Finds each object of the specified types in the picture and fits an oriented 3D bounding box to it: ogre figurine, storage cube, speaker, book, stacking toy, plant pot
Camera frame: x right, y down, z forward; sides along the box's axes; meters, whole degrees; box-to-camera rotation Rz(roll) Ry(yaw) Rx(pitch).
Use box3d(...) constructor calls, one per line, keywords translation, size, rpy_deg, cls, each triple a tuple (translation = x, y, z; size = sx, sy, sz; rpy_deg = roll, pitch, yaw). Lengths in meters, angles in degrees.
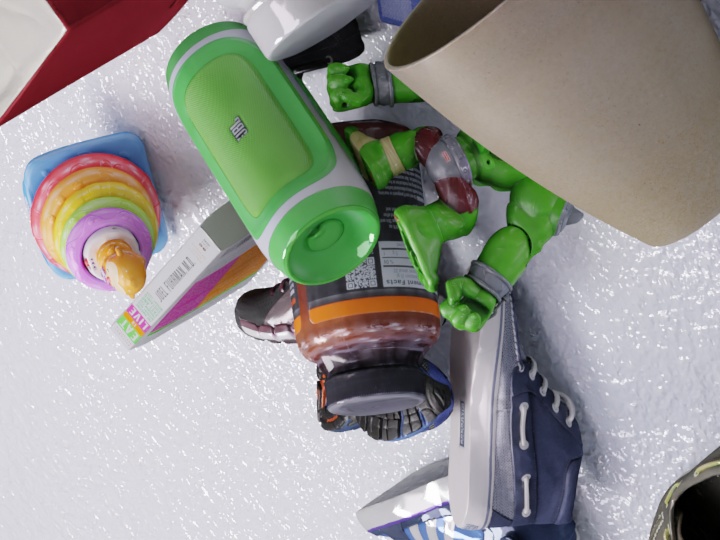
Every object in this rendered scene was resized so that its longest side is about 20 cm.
box3d(translation=(0.069, -0.068, 1.599), size=(0.200, 0.120, 0.098), rpy_deg=(61, 173, 31), cls="ogre figurine")
box3d(translation=(-0.232, -0.241, 1.763), size=(0.171, 0.180, 0.200), rpy_deg=(53, 144, 1), cls="storage cube")
box3d(translation=(-0.062, -0.083, 1.631), size=(0.200, 0.088, 0.089), rpy_deg=(57, 151, 36), cls="speaker")
box3d(translation=(-0.108, -0.015, 1.848), size=(0.048, 0.134, 0.200), rpy_deg=(51, 144, 3), cls="book")
box3d(translation=(-0.202, -0.023, 1.898), size=(0.200, 0.110, 0.116), rpy_deg=(-125, 20, -64), cls="stacking toy")
box3d(translation=(0.148, -0.116, 1.458), size=(0.200, 0.187, 0.187), rpy_deg=(47, 147, -15), cls="plant pot")

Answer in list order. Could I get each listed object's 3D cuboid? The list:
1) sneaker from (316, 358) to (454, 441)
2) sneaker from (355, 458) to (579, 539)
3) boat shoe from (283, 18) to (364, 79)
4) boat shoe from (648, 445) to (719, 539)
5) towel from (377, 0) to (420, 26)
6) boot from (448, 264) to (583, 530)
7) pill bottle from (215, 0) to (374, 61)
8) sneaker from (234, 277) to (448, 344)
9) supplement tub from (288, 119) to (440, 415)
box3d(translation=(0.029, 0.088, 1.802), size=(0.200, 0.078, 0.075), rpy_deg=(-176, 81, -69), cls="sneaker")
box3d(translation=(0.092, 0.223, 1.862), size=(0.200, 0.081, 0.147), rpy_deg=(-26, 95, 49), cls="sneaker")
box3d(translation=(-0.066, -0.151, 1.751), size=(0.200, 0.070, 0.066), rpy_deg=(-23, 99, 46), cls="boat shoe")
box3d(translation=(0.245, 0.174, 1.667), size=(0.072, 0.060, 0.202), rpy_deg=(45, 144, 12), cls="boat shoe")
box3d(translation=(0.054, -0.243, 1.570), size=(0.147, 0.024, 0.200), rpy_deg=(19, 133, 38), cls="towel")
box3d(translation=(0.117, 0.092, 1.748), size=(0.073, 0.090, 0.200), rpy_deg=(-142, 54, -72), cls="boot")
box3d(translation=(-0.076, -0.251, 1.619), size=(0.200, 0.114, 0.114), rpy_deg=(58, 145, 4), cls="pill bottle")
box3d(translation=(-0.024, -0.008, 1.823), size=(0.200, 0.076, 0.116), rpy_deg=(-1, 114, 37), cls="sneaker")
box3d(translation=(0.000, 0.000, 1.692), size=(0.107, 0.107, 0.200), rpy_deg=(-25, 67, 54), cls="supplement tub")
